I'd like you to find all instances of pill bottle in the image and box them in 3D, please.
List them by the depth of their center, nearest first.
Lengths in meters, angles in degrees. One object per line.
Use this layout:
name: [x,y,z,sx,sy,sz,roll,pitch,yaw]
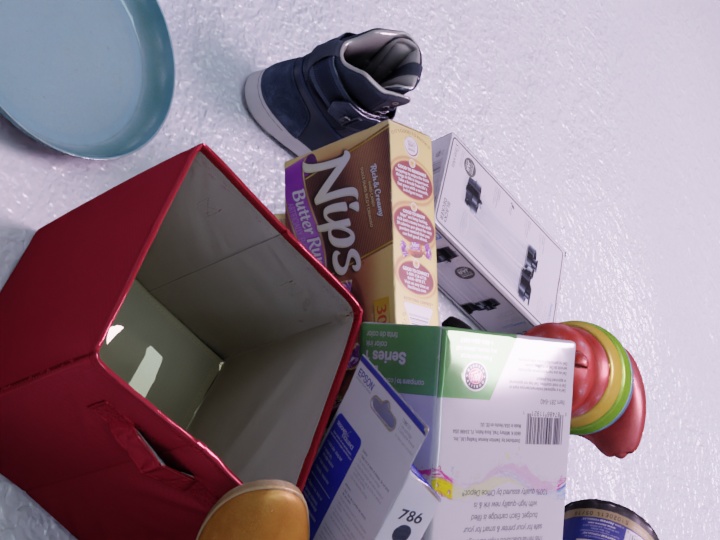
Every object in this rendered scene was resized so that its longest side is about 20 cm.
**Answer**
pill bottle: [0.206,0.320,1.194,0.112,0.111,0.201,51,42,-22]

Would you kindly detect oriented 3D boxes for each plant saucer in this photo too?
plant saucer: [-0.220,-0.174,0.959,0.199,0.027,0.203,24,58,-44]

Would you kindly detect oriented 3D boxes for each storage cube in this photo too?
storage cube: [-0.133,0.059,0.842,0.171,0.178,0.201,46,43,-28]

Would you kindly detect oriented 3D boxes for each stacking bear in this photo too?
stacking bear: [0.192,0.100,1.200,0.200,0.120,0.115,29,76,-65]

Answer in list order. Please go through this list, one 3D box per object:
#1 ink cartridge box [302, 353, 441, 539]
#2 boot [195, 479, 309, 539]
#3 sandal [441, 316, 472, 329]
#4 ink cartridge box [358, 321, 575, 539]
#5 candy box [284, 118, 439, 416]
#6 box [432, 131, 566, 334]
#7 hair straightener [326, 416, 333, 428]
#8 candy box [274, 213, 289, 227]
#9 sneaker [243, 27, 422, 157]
ink cartridge box: [-0.009,0.164,0.814,0.039,0.202,0.099,18,16,-31]
boot: [-0.062,0.233,0.742,0.070,0.203,0.145,5,40,-16]
sandal: [0.117,0.138,1.205,0.045,0.075,0.202,-27,105,-17]
ink cartridge box: [0.068,0.142,0.889,0.144,0.083,0.203,8,85,-44]
candy box: [0.000,0.000,0.989,0.056,0.116,0.203,15,67,-45]
box: [0.118,-0.024,1.277,0.200,0.060,0.118,41,46,-32]
hair straightener: [-0.046,0.127,1.028,0.199,0.041,0.078,-3,76,-51]
candy box: [-0.027,0.011,1.089,0.199,0.055,0.117,-7,81,-51]
sneaker: [0.017,-0.128,1.133,0.202,0.145,0.078,34,49,-39]
